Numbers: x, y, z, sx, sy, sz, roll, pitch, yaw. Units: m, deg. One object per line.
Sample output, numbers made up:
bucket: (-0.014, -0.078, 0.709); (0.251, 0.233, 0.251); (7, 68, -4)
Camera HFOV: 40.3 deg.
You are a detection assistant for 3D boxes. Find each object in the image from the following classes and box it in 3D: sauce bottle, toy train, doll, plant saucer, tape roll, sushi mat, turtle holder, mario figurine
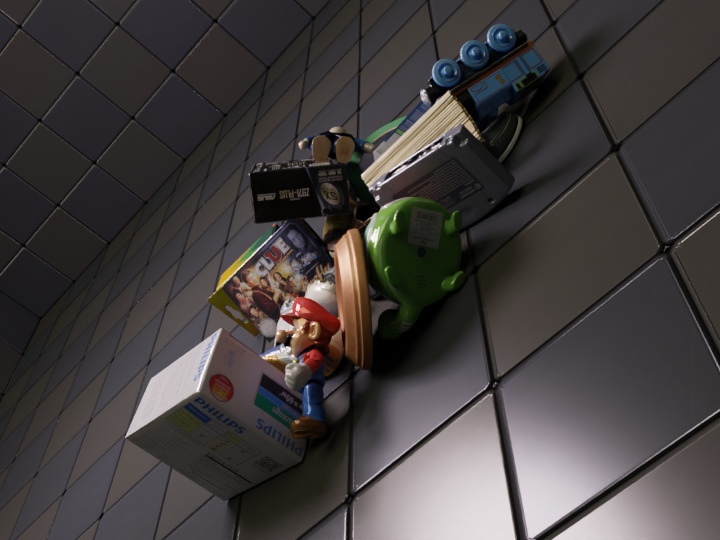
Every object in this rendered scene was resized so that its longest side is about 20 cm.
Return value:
sauce bottle: (-0.034, -0.096, 1.812); (0.065, 0.065, 0.201); (-40, 25, 27)
toy train: (0.192, -0.296, 1.527); (0.199, 0.115, 0.087); (-34, -8, -10)
doll: (-0.039, -0.215, 1.684); (0.200, 0.135, 0.049); (-93, 6, -77)
plant saucer: (-0.012, 0.042, 1.399); (0.037, 0.202, 0.201); (-5, 25, -4)
tape roll: (0.071, -0.194, 1.686); (0.199, 0.048, 0.201); (-23, 33, 16)
sushi mat: (0.092, -0.171, 1.493); (0.200, 0.096, 0.012); (-42, -20, 24)
turtle holder: (0.070, -0.009, 1.387); (0.140, 0.187, 0.131); (-22, 11, -23)
mario figurine: (-0.091, 0.136, 1.404); (0.123, 0.105, 0.202); (-22, 61, 47)

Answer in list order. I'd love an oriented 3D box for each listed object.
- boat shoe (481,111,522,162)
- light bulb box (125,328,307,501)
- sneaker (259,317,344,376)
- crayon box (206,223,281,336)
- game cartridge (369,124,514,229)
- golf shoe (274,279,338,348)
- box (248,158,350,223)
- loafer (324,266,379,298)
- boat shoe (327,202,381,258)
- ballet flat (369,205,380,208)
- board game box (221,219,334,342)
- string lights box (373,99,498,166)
boat shoe: (0.173, -0.172, 1.511); (0.201, 0.060, 0.076); (-55, 21, -8)
light bulb box: (-0.204, 0.220, 1.465); (0.199, 0.198, 0.125); (-33, 29, 37)
sneaker: (-0.088, 0.132, 1.564); (0.199, 0.075, 0.088); (-18, 30, 42)
crayon box: (-0.178, 0.021, 1.834); (0.200, 0.127, 0.051); (-40, 22, 25)
game cartridge: (0.121, -0.119, 1.430); (0.199, 0.133, 0.041); (-29, 23, 43)
golf shoe: (-0.081, 0.083, 1.614); (0.200, 0.078, 0.098); (-37, 25, 57)
box: (-0.105, -0.142, 1.695); (0.162, 0.087, 0.200); (-6, 11, -3)
loafer: (0.000, 0.000, 1.586); (0.063, 0.072, 0.200); (-44, 14, -17)
boat shoe: (0.013, -0.079, 1.636); (0.201, 0.075, 0.075); (-20, 16, 40)
ballet flat: (0.020, -0.156, 1.792); (0.068, 0.068, 0.200); (-49, 21, 7)
board game box: (-0.137, 0.014, 1.746); (0.200, 0.136, 0.035); (-43, -1, 22)
string lights box: (0.123, -0.218, 1.576); (0.200, 0.102, 0.059); (-48, -21, -17)
